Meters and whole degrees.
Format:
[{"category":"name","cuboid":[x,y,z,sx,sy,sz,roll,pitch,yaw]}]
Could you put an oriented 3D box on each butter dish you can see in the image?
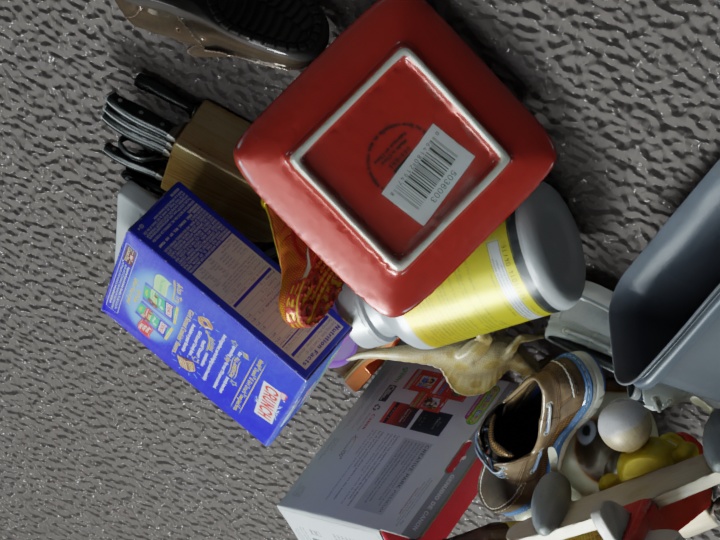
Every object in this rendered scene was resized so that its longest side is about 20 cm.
[{"category":"butter dish","cuboid":[0.019,-0.097,1.480,0.199,0.200,0.148,45,178,-13]}]

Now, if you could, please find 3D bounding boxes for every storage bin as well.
[{"category":"storage bin","cuboid":[0.304,0.013,1.423,0.134,0.146,0.200,24,126,-17]}]

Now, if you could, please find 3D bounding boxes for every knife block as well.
[{"category":"knife block","cuboid":[-0.130,-0.106,1.626,0.199,0.064,0.176,-4,132,37]}]

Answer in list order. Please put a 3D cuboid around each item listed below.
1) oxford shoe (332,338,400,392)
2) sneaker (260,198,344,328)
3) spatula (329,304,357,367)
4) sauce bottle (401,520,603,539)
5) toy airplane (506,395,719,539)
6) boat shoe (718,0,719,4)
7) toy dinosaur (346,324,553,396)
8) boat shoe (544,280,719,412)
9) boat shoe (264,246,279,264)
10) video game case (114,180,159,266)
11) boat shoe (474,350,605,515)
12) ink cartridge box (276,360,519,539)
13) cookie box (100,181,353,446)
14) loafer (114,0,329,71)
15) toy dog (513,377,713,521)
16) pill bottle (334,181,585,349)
[{"category":"oxford shoe","cuboid":[0.010,0.040,1.697,0.073,0.071,0.200,40,139,4]},{"category":"sneaker","cuboid":[-0.049,-0.033,1.544,0.077,0.201,0.073,-2,141,14]},{"category":"spatula","cuboid":[0.000,0.000,1.630,0.056,0.021,0.201,11,118,-25]},{"category":"sauce bottle","cuboid":[0.130,0.248,1.582,0.199,0.066,0.066,1,144,-15]},{"category":"toy airplane","cuboid":[0.227,0.175,1.488,0.199,0.199,0.142,142,107,-75]},{"category":"boat shoe","cuboid":[0.322,-0.135,1.313,0.067,0.074,0.200,-26,119,16]},{"category":"toy dinosaur","cuboid":[0.097,0.066,1.626,0.199,0.058,0.101,7,114,-19]},{"category":"boat shoe","cuboid":[0.251,0.084,1.571,0.200,0.069,0.072,33,164,-3]},{"category":"boat shoe","cuboid":[-0.065,0.018,1.719,0.070,0.066,0.200,43,140,-16]},{"category":"video game case","cuboid":[-0.147,0.015,1.718,0.200,0.023,0.182,35,157,6]},{"category":"boat shoe","cuboid":[0.137,0.144,1.586,0.072,0.072,0.200,57,140,34]},{"category":"ink cartridge box","cuboid":[0.054,0.188,1.700,0.175,0.200,0.084,8,138,43]},{"category":"cookie box","cuboid":[-0.120,0.042,1.601,0.200,0.075,0.171,40,151,4]},{"category":"loafer","cuboid":[-0.114,-0.211,1.507,0.199,0.073,0.071,23,152,17]},{"category":"toy dog","cuboid":[0.226,0.198,1.678,0.193,0.140,0.200,-3,134,10]},{"category":"pill bottle","cuboid":[0.081,0.002,1.541,0.199,0.112,0.112,-18,123,27]}]
